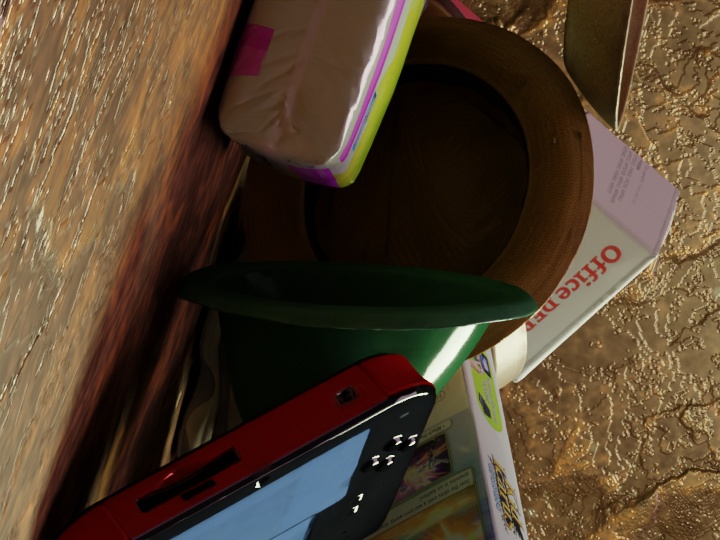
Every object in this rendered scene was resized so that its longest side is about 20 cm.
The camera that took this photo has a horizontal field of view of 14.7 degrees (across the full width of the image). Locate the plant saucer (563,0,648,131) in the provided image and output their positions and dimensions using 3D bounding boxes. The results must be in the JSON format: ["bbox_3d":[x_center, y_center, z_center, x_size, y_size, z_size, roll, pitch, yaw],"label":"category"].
[{"bbox_3d":[0.134,-0.174,1.449,0.200,0.035,0.201,11,90,-83],"label":"plant saucer"}]

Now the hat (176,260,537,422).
[{"bbox_3d":[-0.017,0.092,1.354,0.166,0.199,0.177,-12,107,-62],"label":"hat"}]

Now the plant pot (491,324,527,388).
[{"bbox_3d":[0.000,0.000,1.612,0.093,0.201,0.201,-31,162,-18],"label":"plant pot"}]

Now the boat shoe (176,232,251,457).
[{"bbox_3d":[-0.050,0.045,1.568,0.200,0.073,0.075,106,4,-49],"label":"boat shoe"}]

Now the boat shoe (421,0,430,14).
[{"bbox_3d":[0.035,-0.181,1.442,0.066,0.070,0.201,4,115,-50],"label":"boat shoe"}]

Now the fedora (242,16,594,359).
[{"bbox_3d":[0.036,-0.033,1.479,0.082,0.200,0.201,60,47,-65],"label":"fedora"}]

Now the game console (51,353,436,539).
[{"bbox_3d":[-0.059,0.123,1.267,0.200,0.031,0.177,-27,155,-23],"label":"game console"}]

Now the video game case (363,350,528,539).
[{"bbox_3d":[-0.010,0.140,1.483,0.200,0.045,0.182,-30,-140,19],"label":"video game case"}]

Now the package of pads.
[{"bbox_3d":[-0.004,-0.142,1.316,0.155,0.068,0.201,44,65,-86],"label":"package of pads"}]

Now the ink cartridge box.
[{"bbox_3d":[0.075,-0.049,1.730,0.146,0.200,0.085,-44,-167,34],"label":"ink cartridge box"}]

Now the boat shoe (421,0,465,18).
[{"bbox_3d":[0.060,-0.085,1.617,0.070,0.070,0.200,-73,143,-55],"label":"boat shoe"}]
